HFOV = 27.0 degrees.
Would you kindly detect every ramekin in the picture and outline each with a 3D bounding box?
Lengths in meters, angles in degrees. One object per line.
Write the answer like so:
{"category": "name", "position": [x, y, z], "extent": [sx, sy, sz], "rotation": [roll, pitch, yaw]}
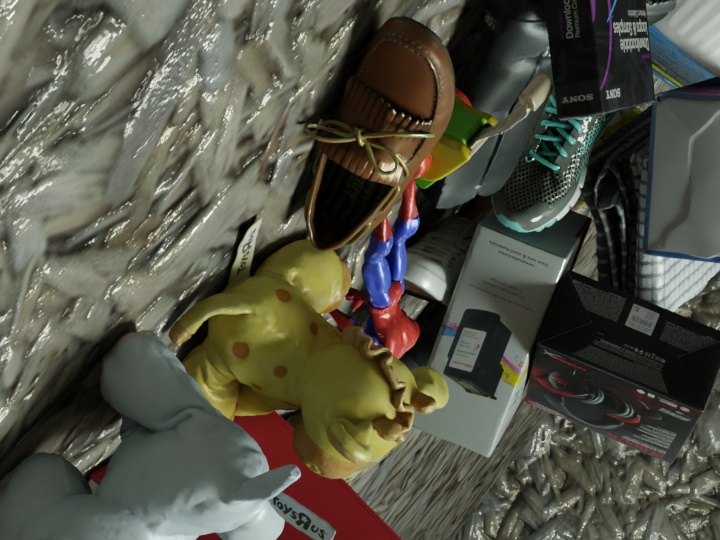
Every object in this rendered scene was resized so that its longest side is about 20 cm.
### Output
{"category": "ramekin", "position": [0.286, -0.242, 1.232], "extent": [0.094, 0.202, 0.202], "rotation": [-47, 169, 25]}

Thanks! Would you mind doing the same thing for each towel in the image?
{"category": "towel", "position": [0.268, -0.053, 1.361], "extent": [0.200, 0.085, 0.166], "rotation": [-34, 125, -51]}

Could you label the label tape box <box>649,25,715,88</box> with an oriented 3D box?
{"category": "label tape box", "position": [0.350, -0.224, 1.539], "extent": [0.066, 0.143, 0.200], "rotation": [-53, 165, 4]}

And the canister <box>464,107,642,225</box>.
{"category": "canister", "position": [0.189, -0.093, 1.477], "extent": [0.200, 0.087, 0.148], "rotation": [-54, 164, 13]}

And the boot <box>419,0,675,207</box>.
{"category": "boot", "position": [0.138, -0.141, 1.155], "extent": [0.164, 0.066, 0.200], "rotation": [-7, 137, -28]}

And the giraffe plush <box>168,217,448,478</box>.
{"category": "giraffe plush", "position": [-0.029, 0.073, 1.053], "extent": [0.173, 0.162, 0.200], "rotation": [-45, 164, -25]}

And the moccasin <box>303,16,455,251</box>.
{"category": "moccasin", "position": [0.005, -0.085, 0.988], "extent": [0.078, 0.074, 0.201], "rotation": [-51, 177, -38]}

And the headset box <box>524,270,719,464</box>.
{"category": "headset box", "position": [0.228, 0.092, 1.313], "extent": [0.200, 0.148, 0.075], "rotation": [84, 31, -69]}

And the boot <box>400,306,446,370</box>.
{"category": "boot", "position": [0.105, 0.044, 1.571], "extent": [0.200, 0.066, 0.165], "rotation": [-47, 173, -10]}

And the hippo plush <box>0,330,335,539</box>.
{"category": "hippo plush", "position": [-0.133, 0.158, 0.926], "extent": [0.161, 0.200, 0.159], "rotation": [-40, 141, -15]}

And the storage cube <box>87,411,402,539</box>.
{"category": "storage cube", "position": [-0.110, 0.232, 1.129], "extent": [0.180, 0.200, 0.171], "rotation": [-23, 149, -49]}

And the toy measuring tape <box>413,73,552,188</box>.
{"category": "toy measuring tape", "position": [0.059, -0.109, 1.028], "extent": [0.074, 0.074, 0.200], "rotation": [-45, -174, -24]}

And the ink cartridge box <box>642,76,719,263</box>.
{"category": "ink cartridge box", "position": [0.312, -0.091, 1.267], "extent": [0.200, 0.076, 0.137], "rotation": [-19, 115, -55]}

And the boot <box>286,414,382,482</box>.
{"category": "boot", "position": [-0.061, 0.216, 1.458], "extent": [0.156, 0.073, 0.200], "rotation": [-55, 163, 8]}

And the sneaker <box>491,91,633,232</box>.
{"category": "sneaker", "position": [0.169, -0.125, 1.245], "extent": [0.200, 0.077, 0.091], "rotation": [-58, 162, -15]}

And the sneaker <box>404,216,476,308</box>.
{"category": "sneaker", "position": [0.065, -0.014, 1.348], "extent": [0.200, 0.073, 0.085], "rotation": [16, 95, -78]}

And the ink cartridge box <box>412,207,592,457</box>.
{"category": "ink cartridge box", "position": [0.126, 0.044, 1.342], "extent": [0.146, 0.083, 0.200], "rotation": [-43, 154, -66]}

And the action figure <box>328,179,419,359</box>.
{"category": "action figure", "position": [0.000, 0.000, 1.192], "extent": [0.065, 0.099, 0.200], "rotation": [-36, 136, -38]}

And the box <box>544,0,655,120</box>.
{"category": "box", "position": [0.155, -0.203, 0.992], "extent": [0.143, 0.036, 0.201], "rotation": [-22, 107, -64]}
